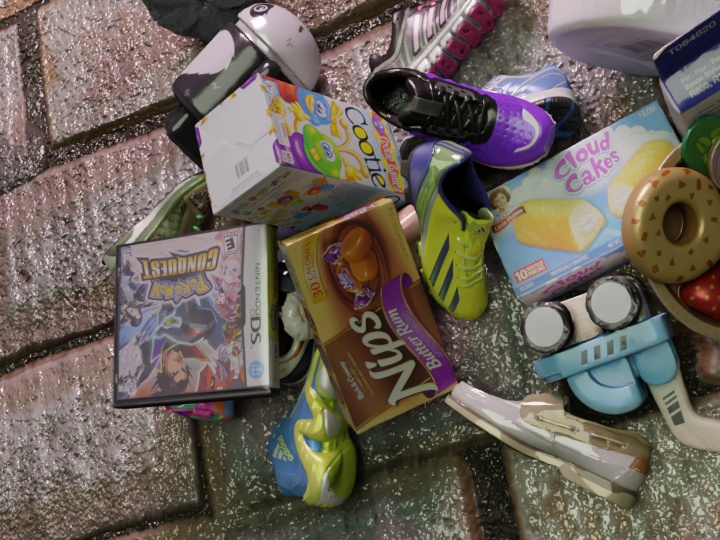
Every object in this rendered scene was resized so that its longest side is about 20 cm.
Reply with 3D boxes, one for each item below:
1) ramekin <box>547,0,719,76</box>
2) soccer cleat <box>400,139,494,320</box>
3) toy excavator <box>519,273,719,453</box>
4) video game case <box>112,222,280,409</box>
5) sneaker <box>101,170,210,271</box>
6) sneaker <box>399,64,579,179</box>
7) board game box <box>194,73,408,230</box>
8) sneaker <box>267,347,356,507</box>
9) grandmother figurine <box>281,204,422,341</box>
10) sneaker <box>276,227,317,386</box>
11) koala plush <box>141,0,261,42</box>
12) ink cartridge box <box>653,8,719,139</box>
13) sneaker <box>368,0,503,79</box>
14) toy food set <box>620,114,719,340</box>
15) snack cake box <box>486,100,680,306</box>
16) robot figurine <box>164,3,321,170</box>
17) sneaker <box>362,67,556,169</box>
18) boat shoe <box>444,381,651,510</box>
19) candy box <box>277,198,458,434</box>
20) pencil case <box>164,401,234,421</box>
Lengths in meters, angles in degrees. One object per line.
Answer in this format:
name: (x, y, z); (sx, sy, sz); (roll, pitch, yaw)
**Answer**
ramekin: (0.268, -0.248, 0.900); (0.198, 0.200, 0.099); (10, 91, 27)
soccer cleat: (0.097, -0.031, 0.943); (0.083, 0.202, 0.065); (11, 39, 42)
toy excavator: (0.265, 0.099, 0.888); (0.192, 0.100, 0.203); (-22, 83, 20)
video game case: (-0.179, 0.050, 1.046); (0.197, 0.025, 0.184); (-7, 76, 22)
sneaker: (-0.212, -0.047, 1.169); (0.200, 0.077, 0.089); (-41, 96, 10)
sneaker: (0.134, -0.152, 1.020); (0.198, 0.076, 0.078); (-15, 46, 24)
board game box: (-0.056, -0.112, 1.007); (0.104, 0.199, 0.104); (-30, 66, 35)
sneaker: (-0.055, 0.147, 1.031); (0.104, 0.075, 0.203); (-10, 63, 35)
grandmother figurine: (0.000, 0.000, 1.008); (0.199, 0.061, 0.122); (-37, 71, -9)
sneaker: (-0.079, 0.021, 1.069); (0.077, 0.079, 0.203); (-6, 74, 25)
koala plush: (-0.195, -0.407, 1.198); (0.175, 0.184, 0.202); (-13, 52, 13)
ink cartridge box: (0.358, -0.187, 0.837); (0.198, 0.200, 0.041); (-33, 66, 16)
sneaker: (0.081, -0.268, 1.059); (0.087, 0.074, 0.200); (44, 104, 21)
toy food set: (0.336, -0.038, 0.848); (0.198, 0.049, 0.200); (-43, 96, -3)
snack cake box: (0.226, -0.060, 0.946); (0.198, 0.067, 0.116); (-28, 68, 17)
robot figurine: (-0.137, -0.212, 1.119); (0.200, 0.125, 0.150); (-45, 62, 3)
sneaker: (0.085, -0.148, 0.933); (0.198, 0.099, 0.071); (20, 99, 28)
boat shoe: (0.178, 0.149, 0.923); (0.198, 0.075, 0.069); (26, 86, 19)
candy box: (0.008, 0.044, 0.959); (0.115, 0.056, 0.202); (-22, 100, -11)
pencil case: (-0.167, 0.067, 1.094); (0.087, 0.088, 0.203); (4, 83, 26)
